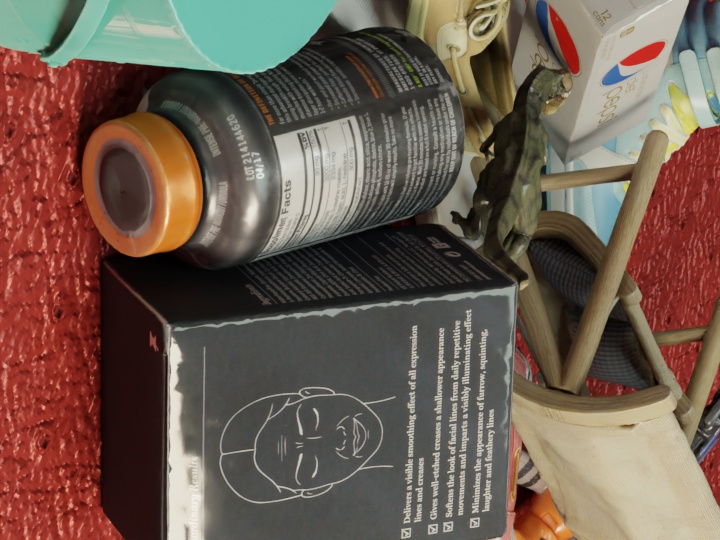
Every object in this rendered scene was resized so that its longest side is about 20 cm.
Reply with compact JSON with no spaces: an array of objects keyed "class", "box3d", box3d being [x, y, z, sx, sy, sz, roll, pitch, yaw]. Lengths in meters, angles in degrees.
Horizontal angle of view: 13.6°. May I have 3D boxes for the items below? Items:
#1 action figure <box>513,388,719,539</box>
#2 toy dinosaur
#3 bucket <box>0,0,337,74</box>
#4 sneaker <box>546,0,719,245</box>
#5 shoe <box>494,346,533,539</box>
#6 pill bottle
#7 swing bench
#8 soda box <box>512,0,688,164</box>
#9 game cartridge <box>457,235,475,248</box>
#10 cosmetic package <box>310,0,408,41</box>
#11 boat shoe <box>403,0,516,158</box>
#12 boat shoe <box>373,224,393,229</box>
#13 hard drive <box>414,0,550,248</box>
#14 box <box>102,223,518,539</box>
[{"class":"action figure","box3d":[0.160,0.132,2.021,0.200,0.105,0.193,-54,156,11]},{"class":"toy dinosaur","box3d":[0.081,-0.034,1.671,0.200,0.047,0.088,-79,-173,-47]},{"class":"bucket","box3d":[-0.096,-0.192,1.437,0.207,0.134,0.208,-29,125,-51]},{"class":"sneaker","box3d":[0.192,-0.089,1.924,0.080,0.130,0.201,34,62,-67]},{"class":"shoe","box3d":[0.061,0.134,1.867,0.091,0.071,0.201,40,59,-70]},{"class":"pill bottle","box3d":[-0.049,-0.062,1.577,0.199,0.106,0.107,-16,116,-40]},{"class":"swing bench","box3d":[0.148,0.057,1.814,0.199,0.129,0.201,61,26,-51]},{"class":"soda box","box3d":[0.138,-0.136,1.757,0.063,0.068,0.200,-29,165,-11]},{"class":"game cartridge","box3d":[0.037,0.077,1.764,0.133,0.041,0.201,-162,-106,-84]},{"class":"cosmetic package","box3d":[0.011,-0.224,1.678,0.201,0.051,0.151,-68,152,-13]},{"class":"boat shoe","box3d":[0.064,-0.132,1.687,0.201,0.063,0.073,92,21,-54]},{"class":"boat shoe","box3d":[-0.001,0.001,1.734,0.074,0.066,0.200,-14,113,-56]},{"class":"hard drive","box3d":[0.072,-0.080,1.862,0.132,0.026,0.201,-50,141,-37]},{"class":"box","box3d":[-0.029,0.069,1.595,0.199,0.107,0.149,-6,111,-23]}]
